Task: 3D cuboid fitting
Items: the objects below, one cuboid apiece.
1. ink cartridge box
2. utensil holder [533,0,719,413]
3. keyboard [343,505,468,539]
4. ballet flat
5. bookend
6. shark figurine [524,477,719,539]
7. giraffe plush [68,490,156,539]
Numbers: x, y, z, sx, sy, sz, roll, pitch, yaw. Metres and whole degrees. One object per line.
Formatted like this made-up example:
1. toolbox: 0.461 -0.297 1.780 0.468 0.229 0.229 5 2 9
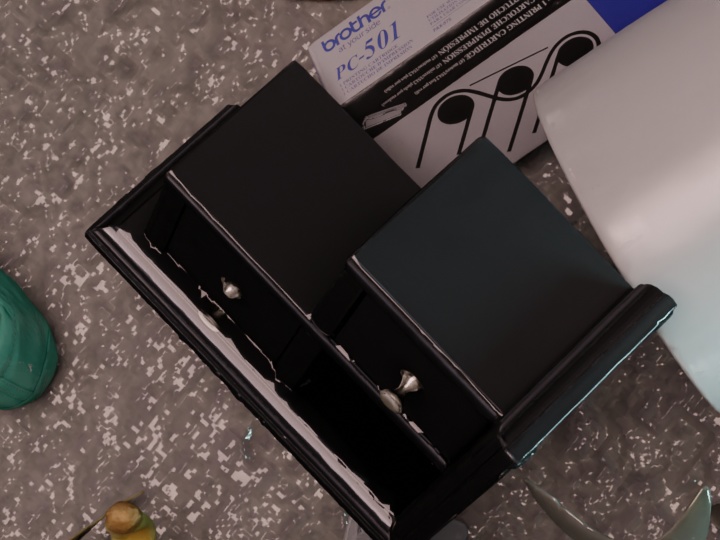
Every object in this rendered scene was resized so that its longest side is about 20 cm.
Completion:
1. ink cartridge box: 0.085 -0.115 1.118 0.200 0.094 0.044 -34 49 13
2. utensil holder: 0.194 -0.056 1.062 0.200 0.170 0.170 -32 78 11
3. keyboard: 0.000 0.195 1.123 0.056 0.011 0.201 23 70 -24
4. ballet flat: -0.215 -0.017 1.205 0.067 0.070 0.200 -46 76 6
5. bookend: 0.000 0.000 1.062 0.092 0.200 0.199 -43 87 -21
6. shark figurine: 0.160 0.109 1.082 0.089 0.214 0.129 25 123 46
7. giraffe plush: -0.120 0.212 1.136 0.200 0.173 0.162 -36 88 -28
